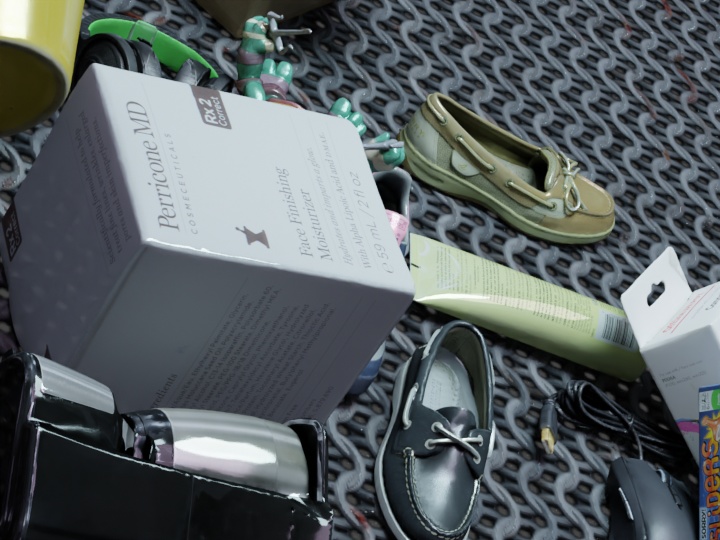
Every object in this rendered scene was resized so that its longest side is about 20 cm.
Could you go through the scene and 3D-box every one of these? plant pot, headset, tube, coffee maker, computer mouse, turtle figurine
[{"bbox_3d":[-0.267,-0.200,1.594,0.201,0.201,0.189,11,56,-32],"label":"plant pot"},{"bbox_3d":[-0.142,-0.138,1.700,0.123,0.094,0.200,18,27,-24],"label":"headset"},{"bbox_3d":[0.126,0.029,1.782,0.200,0.052,0.058,20,-4,-16],"label":"tube"},{"bbox_3d":[-0.125,0.154,1.340,0.200,0.135,0.192,14,41,-28],"label":"coffee maker"},{"bbox_3d":[0.192,0.154,1.688,0.140,0.046,0.200,28,35,-14],"label":"computer mouse"},{"bbox_3d":[-0.047,-0.113,1.713,0.150,0.101,0.200,50,4,-4],"label":"turtle figurine"}]

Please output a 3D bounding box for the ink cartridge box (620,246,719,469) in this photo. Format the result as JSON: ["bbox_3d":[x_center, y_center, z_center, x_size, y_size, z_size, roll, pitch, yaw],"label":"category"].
[{"bbox_3d":[0.281,0.079,1.768,0.200,0.067,0.116,62,35,-8],"label":"ink cartridge box"}]

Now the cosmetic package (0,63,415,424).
[{"bbox_3d":[-0.104,-0.005,1.514,0.200,0.165,0.165,11,41,-32],"label":"cosmetic package"}]

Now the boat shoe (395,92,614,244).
[{"bbox_3d":[0.127,-0.082,1.893,0.200,0.063,0.073,24,37,-17],"label":"boat shoe"}]

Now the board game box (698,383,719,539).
[{"bbox_3d":[0.325,0.162,1.698,0.200,0.034,0.136,13,72,-37],"label":"board game box"}]

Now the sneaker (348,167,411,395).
[{"bbox_3d":[0.000,0.000,1.670,0.070,0.082,0.200,26,36,-19],"label":"sneaker"}]

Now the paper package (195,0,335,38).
[{"bbox_3d":[-0.097,-0.304,1.926,0.200,0.104,0.191,45,35,11],"label":"paper package"}]

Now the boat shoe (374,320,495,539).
[{"bbox_3d":[0.055,0.112,1.607,0.076,0.060,0.200,22,37,-19],"label":"boat shoe"}]
